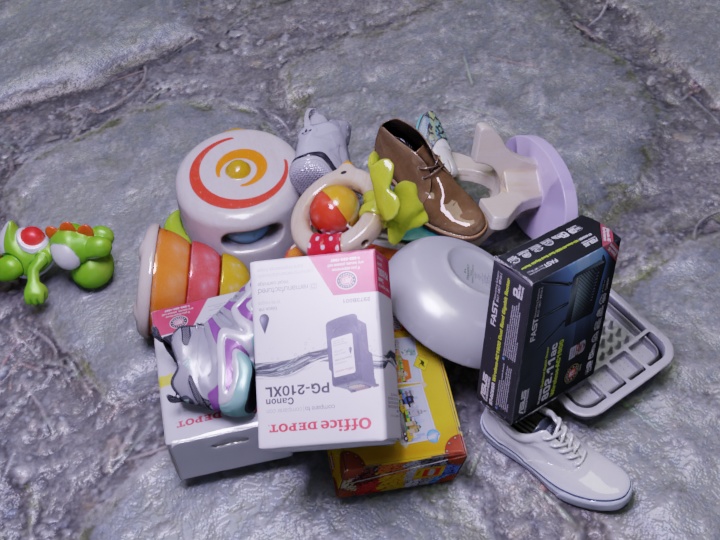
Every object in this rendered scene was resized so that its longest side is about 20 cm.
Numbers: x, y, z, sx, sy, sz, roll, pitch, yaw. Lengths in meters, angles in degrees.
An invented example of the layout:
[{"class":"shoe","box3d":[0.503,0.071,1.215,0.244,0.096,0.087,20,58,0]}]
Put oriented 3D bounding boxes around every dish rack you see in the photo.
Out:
[{"class":"dish rack","box3d":[0.275,0.092,1.353,0.170,0.044,0.200,-30,55,-19]}]

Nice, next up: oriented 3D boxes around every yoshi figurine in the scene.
[{"class":"yoshi figurine","box3d":[-0.419,-0.008,1.454,0.196,0.112,0.115,-8,82,12]}]

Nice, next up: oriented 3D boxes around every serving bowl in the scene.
[{"class":"serving bowl","box3d":[0.127,0.024,1.293,0.197,0.066,0.202,20,35,-15]}]

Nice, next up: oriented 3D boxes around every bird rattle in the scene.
[{"class":"bird rattle","box3d":[-0.020,-0.051,1.304,0.200,0.112,0.163,-47,46,3]}]

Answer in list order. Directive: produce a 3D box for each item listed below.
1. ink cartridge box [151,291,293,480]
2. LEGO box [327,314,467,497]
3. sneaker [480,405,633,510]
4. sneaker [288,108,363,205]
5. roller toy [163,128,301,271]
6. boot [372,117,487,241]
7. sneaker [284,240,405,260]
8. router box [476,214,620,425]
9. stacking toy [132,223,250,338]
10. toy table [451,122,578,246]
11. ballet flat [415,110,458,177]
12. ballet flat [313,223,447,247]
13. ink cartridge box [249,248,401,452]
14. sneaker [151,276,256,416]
[{"class":"ink cartridge box","box3d":[-0.167,0.134,1.287,0.142,0.084,0.202,-12,49,-4]},{"class":"LEGO box","box3d":[0.027,0.149,1.262,0.146,0.078,0.203,-5,59,-14]},{"class":"sneaker","box3d":[0.225,0.208,1.241,0.198,0.071,0.073,27,56,23]},{"class":"sneaker","box3d":[-0.026,-0.131,1.451,0.074,0.200,0.117,-13,57,27]},{"class":"roller toy","box3d":[-0.160,-0.098,1.470,0.180,0.141,0.201,23,54,20]},{"class":"boot","box3d":[0.088,-0.117,1.380,0.073,0.076,0.200,-36,66,-24]},{"class":"sneaker","box3d":[0.000,0.000,1.358,0.196,0.074,0.078,6,50,-7]},{"class":"router box","box3d":[0.211,0.055,1.208,0.148,0.203,0.062,-24,42,-32]},{"class":"stacking toy","box3d":[-0.191,0.021,1.392,0.196,0.147,0.148,6,49,-7]},{"class":"toy table","box3d":[0.198,-0.111,1.449,0.115,0.188,0.200,-4,21,-18]},{"class":"ballet flat","box3d":[0.101,-0.115,1.463,0.073,0.074,0.204,9,94,11]},{"class":"ballet flat","box3d":[0.034,-0.048,1.416,0.196,0.070,0.070,3,50,0]},{"class":"ink cartridge box","box3d":[-0.038,0.090,1.157,0.142,0.084,0.204,-6,80,12]},{"class":"sneaker","box3d":[-0.173,0.068,1.236,0.137,0.078,0.202,6,50,8]}]
